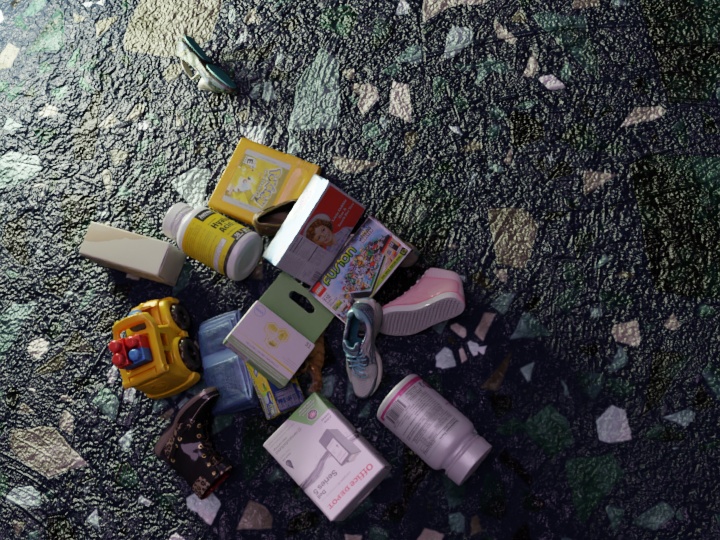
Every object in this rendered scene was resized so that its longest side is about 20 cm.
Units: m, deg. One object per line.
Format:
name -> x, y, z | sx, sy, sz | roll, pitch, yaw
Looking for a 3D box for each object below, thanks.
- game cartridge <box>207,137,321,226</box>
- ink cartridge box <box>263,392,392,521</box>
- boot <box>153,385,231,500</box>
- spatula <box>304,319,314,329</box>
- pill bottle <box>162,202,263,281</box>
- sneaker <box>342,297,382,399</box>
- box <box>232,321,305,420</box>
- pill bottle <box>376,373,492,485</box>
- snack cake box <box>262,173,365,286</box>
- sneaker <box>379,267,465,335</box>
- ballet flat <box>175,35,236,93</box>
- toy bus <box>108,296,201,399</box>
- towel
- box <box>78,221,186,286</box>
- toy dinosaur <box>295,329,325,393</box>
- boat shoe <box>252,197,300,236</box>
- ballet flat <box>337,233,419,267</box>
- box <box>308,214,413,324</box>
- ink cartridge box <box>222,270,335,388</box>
game cartridge -> -0.209, -0.181, 1.759 | 0.200, 0.032, 0.176 | 22, 80, 18
ink cartridge box -> -0.062, 0.356, 1.542 | 0.146, 0.084, 0.200 | -46, 70, -3
boot -> -0.308, 0.341, 1.591 | 0.151, 0.073, 0.200 | 45, 106, 18
spatula -> -0.182, 0.118, 1.660 | 0.200, 0.021, 0.057 | -7, 73, 27
pill bottle -> -0.316, -0.067, 1.707 | 0.200, 0.111, 0.111 | 26, 81, 18
sneaker -> -0.007, 0.156, 1.561 | 0.078, 0.086, 0.200 | 3, 101, 24
box -> -0.182, 0.187, 1.595 | 0.064, 0.070, 0.200 | -15, 77, -33
pill bottle -> 0.138, 0.296, 1.500 | 0.200, 0.113, 0.113 | 40, 86, 19
snack cake box -> -0.093, -0.079, 1.637 | 0.200, 0.115, 0.067 | -57, 38, 1
sneaker -> 0.117, 0.059, 1.602 | 0.200, 0.075, 0.105 | -20, 38, 25
ballet flat -> -0.360, -0.456, 1.862 | 0.074, 0.074, 0.200 | -40, 68, -1
toy bus -> -0.435, 0.145, 1.624 | 0.136, 0.192, 0.200 | -24, 69, 14
towel -> -0.274, 0.190, 1.649 | 0.112, 0.049, 0.200 | -20, 72, 18
box -> -0.491, -0.035, 1.746 | 0.200, 0.095, 0.078 | 15, 77, 15
toy dinosaur -> -0.095, 0.158, 1.633 | 0.106, 0.060, 0.200 | 9, 64, -1
boat shoe -> -0.125, -0.116, 1.682 | 0.200, 0.068, 0.072 | -19, 84, -8
ballet flat -> 0.021, -0.048, 1.653 | 0.200, 0.062, 0.068 | 4, 74, 14
box -> 0.000, 0.000, 1.608 | 0.110, 0.035, 0.200 | 40, 100, 6
ink cartridge box -> -0.150, 0.108, 1.570 | 0.145, 0.048, 0.200 | 39, 65, -3
